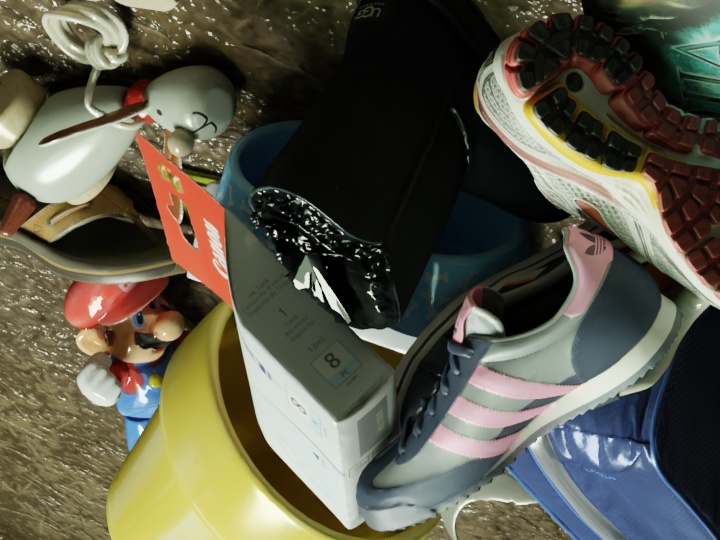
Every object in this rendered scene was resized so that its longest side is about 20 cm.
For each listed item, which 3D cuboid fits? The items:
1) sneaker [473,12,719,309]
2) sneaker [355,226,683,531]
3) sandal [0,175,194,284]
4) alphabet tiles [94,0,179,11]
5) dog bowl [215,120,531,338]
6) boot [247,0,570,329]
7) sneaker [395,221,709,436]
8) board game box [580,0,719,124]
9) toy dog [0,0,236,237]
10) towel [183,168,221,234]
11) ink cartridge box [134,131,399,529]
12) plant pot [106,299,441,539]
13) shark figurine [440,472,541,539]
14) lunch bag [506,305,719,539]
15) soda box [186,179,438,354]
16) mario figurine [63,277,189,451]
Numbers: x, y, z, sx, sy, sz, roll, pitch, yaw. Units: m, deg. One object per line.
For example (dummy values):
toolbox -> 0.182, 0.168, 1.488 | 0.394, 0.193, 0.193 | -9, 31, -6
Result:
sneaker -> 0.138, -0.049, 1.020 | 0.200, 0.078, 0.082 | 42, 161, -16
sneaker -> 0.061, 0.051, 1.053 | 0.200, 0.070, 0.082 | -38, 111, 17
sandal -> -0.189, -0.038, 1.403 | 0.199, 0.081, 0.055 | 21, 120, 31
alphabet tiles -> -0.171, -0.210, 1.105 | 0.194, 0.015, 0.200 | 12, 151, 30
dog bowl -> 0.008, -0.028, 1.186 | 0.198, 0.112, 0.050 | 21, 128, 18
boot -> 0.034, -0.037, 1.076 | 0.076, 0.169, 0.200 | 1, 146, 42
sneaker -> 0.104, 0.037, 1.114 | 0.079, 0.199, 0.079 | 52, 180, -35
board game box -> 0.182, -0.085, 1.017 | 0.134, 0.028, 0.201 | 12, 151, 24
toy dog -> -0.165, -0.070, 1.265 | 0.131, 0.097, 0.200 | 25, 156, -17
towel -> -0.027, -0.016, 1.345 | 0.198, 0.018, 0.086 | 16, 152, 19
ink cartridge box -> -0.060, 0.035, 1.136 | 0.200, 0.047, 0.160 | 42, 163, 20
plant pot -> -0.070, 0.135, 1.394 | 0.200, 0.202, 0.189 | 34, 131, -19
shark figurine -> 0.077, 0.076, 1.336 | 0.089, 0.215, 0.129 | -28, 98, 14
lunch bag -> 0.168, 0.089, 1.234 | 0.131, 0.137, 0.200 | 3, 148, 38
soda box -> 0.000, 0.000, 1.260 | 0.198, 0.064, 0.068 | 18, -165, 18
mario figurine -> -0.143, 0.072, 1.491 | 0.105, 0.124, 0.201 | -16, 124, 1
